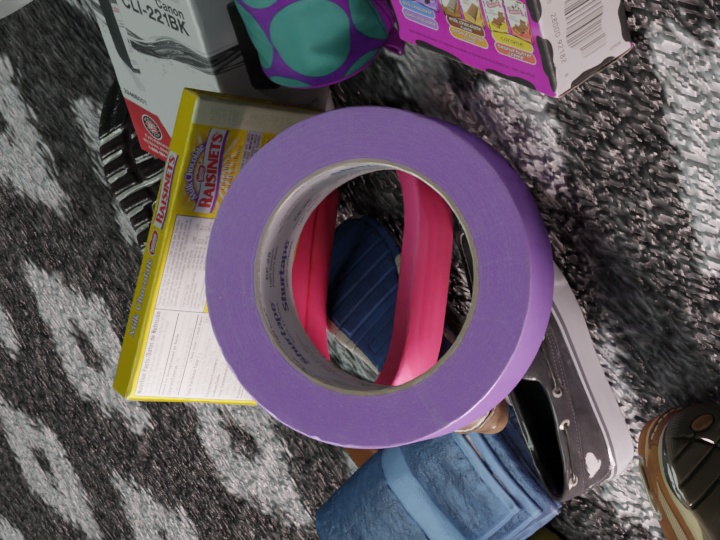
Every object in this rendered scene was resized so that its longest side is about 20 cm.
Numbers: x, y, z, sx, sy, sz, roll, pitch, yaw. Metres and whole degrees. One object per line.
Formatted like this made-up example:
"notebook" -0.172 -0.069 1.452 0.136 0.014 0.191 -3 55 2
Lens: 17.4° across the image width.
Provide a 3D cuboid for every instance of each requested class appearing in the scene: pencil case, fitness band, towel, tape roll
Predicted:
"pencil case" -0.042 -0.208 1.367 0.092 0.085 0.200 -8 125 15
"fitness band" 0.000 0.000 1.491 0.144 0.037 0.200 9 95 53
"towel" 0.050 0.165 1.627 0.112 0.049 0.200 53 133 8
"tape roll" 0.011 0.004 1.401 0.200 0.200 0.066 50 -166 11

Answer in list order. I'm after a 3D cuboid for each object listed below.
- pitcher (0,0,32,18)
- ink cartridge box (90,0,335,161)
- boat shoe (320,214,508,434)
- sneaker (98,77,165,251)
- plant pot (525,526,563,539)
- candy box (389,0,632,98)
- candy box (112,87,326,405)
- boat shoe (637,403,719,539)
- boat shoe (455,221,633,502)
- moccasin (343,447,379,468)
"pitcher" -0.273 -0.273 1.507 0.200 0.121 0.172 64 -174 9
"ink cartridge box" -0.102 -0.159 1.538 0.144 0.084 0.200 29 144 46
"boat shoe" 0.032 0.043 1.547 0.072 0.072 0.200 35 -163 -43
"sneaker" -0.123 -0.051 1.734 0.076 0.115 0.200 -22 71 25
"plant pot" 0.118 0.337 1.618 0.195 0.200 0.194 39 151 33
"candy box" 0.058 -0.202 1.221 0.136 0.061 0.200 27 144 47
"candy box" -0.088 -0.012 1.495 0.026 0.102 0.200 31 110 53
"boat shoe" 0.221 0.168 1.384 0.074 0.076 0.200 -3 111 68
"boat shoe" 0.100 0.054 1.457 0.070 0.066 0.200 10 130 57
"moccasin" 0.041 0.203 1.732 0.202 0.078 0.074 63 155 -8
